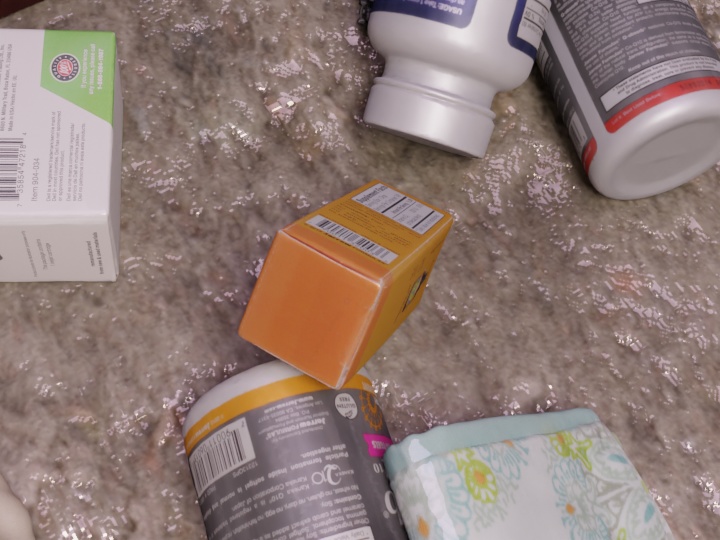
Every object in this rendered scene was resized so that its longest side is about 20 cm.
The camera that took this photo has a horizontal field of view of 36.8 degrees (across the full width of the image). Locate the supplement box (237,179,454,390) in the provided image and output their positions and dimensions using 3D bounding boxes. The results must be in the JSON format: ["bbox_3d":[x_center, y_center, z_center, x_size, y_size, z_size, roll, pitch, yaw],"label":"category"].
[{"bbox_3d":[0.000,0.000,0.636,0.068,0.067,0.200,27,17,11],"label":"supplement box"}]

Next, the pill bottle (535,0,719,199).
[{"bbox_3d":[0.185,-0.164,0.783,0.114,0.116,0.202,-12,65,-14],"label":"pill bottle"}]

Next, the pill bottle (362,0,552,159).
[{"bbox_3d":[0.070,-0.186,0.740,0.118,0.120,0.203,17,95,2],"label":"pill bottle"}]

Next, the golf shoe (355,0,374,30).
[{"bbox_3d":[0.047,-0.271,0.850,0.093,0.078,0.203,5,72,-10],"label":"golf shoe"}]

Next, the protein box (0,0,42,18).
[{"bbox_3d":[-0.239,-0.332,0.802,0.198,0.135,0.199,-29,69,-21],"label":"protein box"}]

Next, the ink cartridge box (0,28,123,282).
[{"bbox_3d":[-0.255,-0.074,0.693,0.197,0.084,0.147,0,62,-8],"label":"ink cartridge box"}]

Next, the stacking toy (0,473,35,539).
[{"bbox_3d":[-0.279,0.171,0.557,0.199,0.146,0.147,-36,71,-4],"label":"stacking toy"}]

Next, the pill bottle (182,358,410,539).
[{"bbox_3d":[-0.021,0.157,0.586,0.115,0.117,0.202,-13,65,-14],"label":"pill bottle"}]

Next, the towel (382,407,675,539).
[{"bbox_3d":[0.111,0.162,0.589,0.198,0.048,0.173,2,56,-46],"label":"towel"}]
